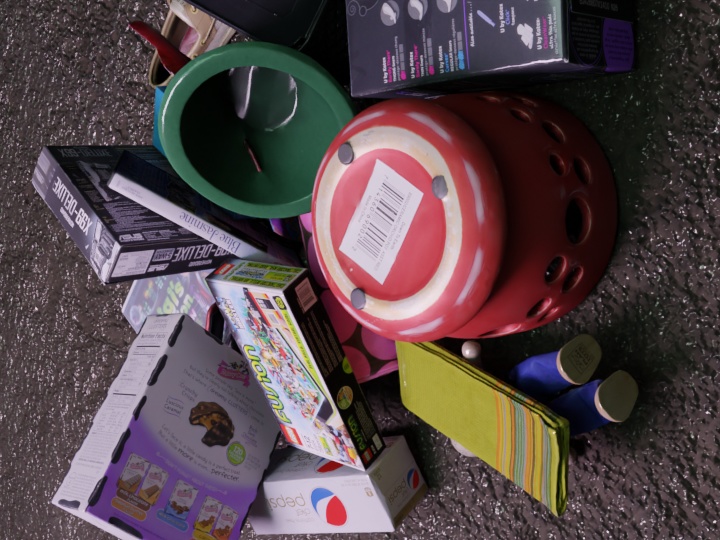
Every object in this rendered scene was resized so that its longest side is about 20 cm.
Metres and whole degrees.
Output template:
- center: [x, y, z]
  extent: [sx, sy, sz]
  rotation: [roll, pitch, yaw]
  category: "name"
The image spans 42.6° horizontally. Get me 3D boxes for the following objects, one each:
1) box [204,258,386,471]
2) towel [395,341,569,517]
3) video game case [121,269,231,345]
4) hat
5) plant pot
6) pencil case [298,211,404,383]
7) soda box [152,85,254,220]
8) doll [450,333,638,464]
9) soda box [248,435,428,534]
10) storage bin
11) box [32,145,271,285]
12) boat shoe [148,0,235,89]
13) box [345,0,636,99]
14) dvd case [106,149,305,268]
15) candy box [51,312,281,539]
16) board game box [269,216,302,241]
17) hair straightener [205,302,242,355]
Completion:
- center: [-0.057, 0.085, 0.832]
  extent: [0.109, 0.035, 0.202]
  rotation: [7, 129, 44]
  category: "box"
- center: [0.093, 0.119, 0.757]
  extent: [0.199, 0.018, 0.087]
  rotation: [28, 130, 49]
  category: "towel"
- center: [-0.198, 0.035, 1.079]
  extent: [0.182, 0.023, 0.201]
  rotation: [47, 123, 27]
  category: "video game case"
- center: [-0.095, -0.171, 0.828]
  extent: [0.165, 0.199, 0.177]
  rotation: [-39, 32, 26]
  category: "hat"
- center: [0.076, -0.040, 0.727]
  extent: [0.199, 0.181, 0.203]
  rotation: [7, 102, 38]
  category: "plant pot"
- center: [0.000, 0.000, 0.860]
  extent: [0.091, 0.093, 0.203]
  rotation: [-2, 99, 66]
  category: "pencil case"
- center: [-0.144, -0.125, 0.944]
  extent: [0.200, 0.064, 0.069]
  rotation: [39, 129, 44]
  category: "soda box"
- center: [0.132, 0.110, 0.757]
  extent: [0.136, 0.048, 0.200]
  rotation: [44, 146, -1]
  category: "doll"
- center: [-0.034, 0.216, 0.919]
  extent: [0.199, 0.068, 0.064]
  rotation: [-16, 105, 41]
  category: "soda box"
- center: [-0.068, -0.277, 0.859]
  extent: [0.199, 0.093, 0.136]
  rotation: [35, 103, 32]
  category: "storage bin"
- center: [-0.214, -0.066, 0.962]
  extent: [0.158, 0.199, 0.050]
  rotation: [46, 123, 26]
  category: "box"
- center: [-0.172, -0.275, 0.987]
  extent: [0.074, 0.066, 0.202]
  rotation: [38, 119, 31]
  category: "boat shoe"
- center: [0.099, -0.198, 0.722]
  extent: [0.198, 0.122, 0.108]
  rotation: [0, 96, 41]
  category: "box"
- center: [-0.144, -0.051, 0.879]
  extent: [0.018, 0.198, 0.143]
  rotation: [-59, 17, 7]
  category: "dvd case"
- center: [-0.172, 0.169, 0.897]
  extent: [0.071, 0.168, 0.202]
  rotation: [-6, 53, 45]
  category: "candy box"
- center: [-0.076, -0.128, 0.938]
  extent: [0.157, 0.039, 0.202]
  rotation: [-32, 74, 39]
  category: "board game box"
- center: [-0.145, 0.134, 1.019]
  extent: [0.076, 0.041, 0.202]
  rotation: [20, 112, 16]
  category: "hair straightener"
